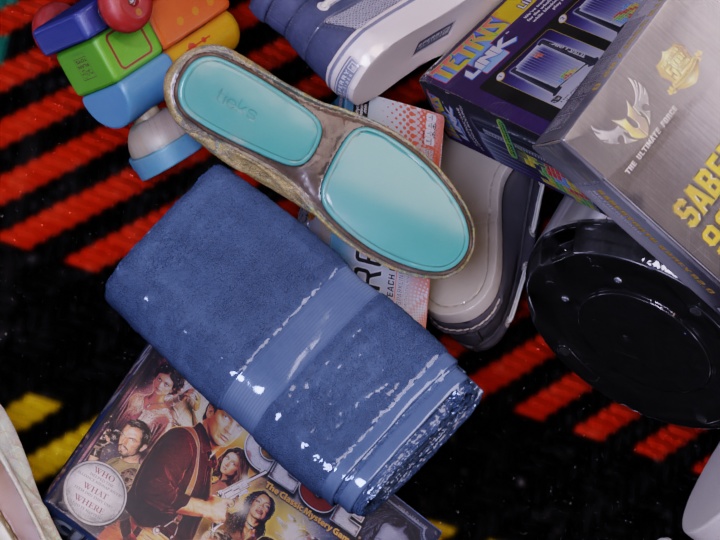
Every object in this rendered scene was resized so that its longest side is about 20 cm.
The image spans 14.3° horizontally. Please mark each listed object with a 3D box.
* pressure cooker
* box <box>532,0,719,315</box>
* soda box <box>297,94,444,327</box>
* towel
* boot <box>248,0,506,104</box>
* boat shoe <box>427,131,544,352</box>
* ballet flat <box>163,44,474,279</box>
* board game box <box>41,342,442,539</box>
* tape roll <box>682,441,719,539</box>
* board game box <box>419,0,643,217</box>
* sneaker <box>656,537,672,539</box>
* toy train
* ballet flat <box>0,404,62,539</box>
[{"bbox_3d":[0.213,-0.028,1.725,0.176,0.179,0.200,36,61,-8],"label":"pressure cooker"},{"bbox_3d":[0.216,-0.095,1.595,0.158,0.048,0.200,41,76,-12],"label":"box"},{"bbox_3d":[0.000,0.000,1.678,0.068,0.064,0.201,15,64,-19],"label":"soda box"},{"bbox_3d":[-0.039,0.040,1.589,0.200,0.049,0.112,41,70,14],"label":"towel"},{"bbox_3d":[0.026,-0.173,1.719,0.090,0.073,0.200,42,41,16],"label":"boot"},{"bbox_3d":[0.077,-0.042,1.748,0.063,0.072,0.201,57,37,-49],"label":"boat shoe"},{"bbox_3d":[-0.024,-0.063,1.621,0.200,0.071,0.071,31,60,-10],"label":"ballet flat"},{"bbox_3d":[-0.067,0.142,1.607,0.200,0.035,0.136,38,59,-8],"label":"board game box"},{"bbox_3d":[0.263,0.084,1.691,0.037,0.203,0.203,36,59,-2],"label":"tape roll"},{"bbox_3d":[0.160,-0.134,1.692,0.200,0.165,0.057,-43,129,-15],"label":"board game box"},{"bbox_3d":[0.210,0.202,1.697,0.199,0.076,0.092,4,64,-25],"label":"sneaker"},{"bbox_3d":[-0.090,-0.144,1.691,0.200,0.084,0.116,-38,105,-39],"label":"toy train"},{"bbox_3d":[-0.204,0.118,1.525,0.067,0.062,0.200,-35,87,5],"label":"ballet flat"}]
